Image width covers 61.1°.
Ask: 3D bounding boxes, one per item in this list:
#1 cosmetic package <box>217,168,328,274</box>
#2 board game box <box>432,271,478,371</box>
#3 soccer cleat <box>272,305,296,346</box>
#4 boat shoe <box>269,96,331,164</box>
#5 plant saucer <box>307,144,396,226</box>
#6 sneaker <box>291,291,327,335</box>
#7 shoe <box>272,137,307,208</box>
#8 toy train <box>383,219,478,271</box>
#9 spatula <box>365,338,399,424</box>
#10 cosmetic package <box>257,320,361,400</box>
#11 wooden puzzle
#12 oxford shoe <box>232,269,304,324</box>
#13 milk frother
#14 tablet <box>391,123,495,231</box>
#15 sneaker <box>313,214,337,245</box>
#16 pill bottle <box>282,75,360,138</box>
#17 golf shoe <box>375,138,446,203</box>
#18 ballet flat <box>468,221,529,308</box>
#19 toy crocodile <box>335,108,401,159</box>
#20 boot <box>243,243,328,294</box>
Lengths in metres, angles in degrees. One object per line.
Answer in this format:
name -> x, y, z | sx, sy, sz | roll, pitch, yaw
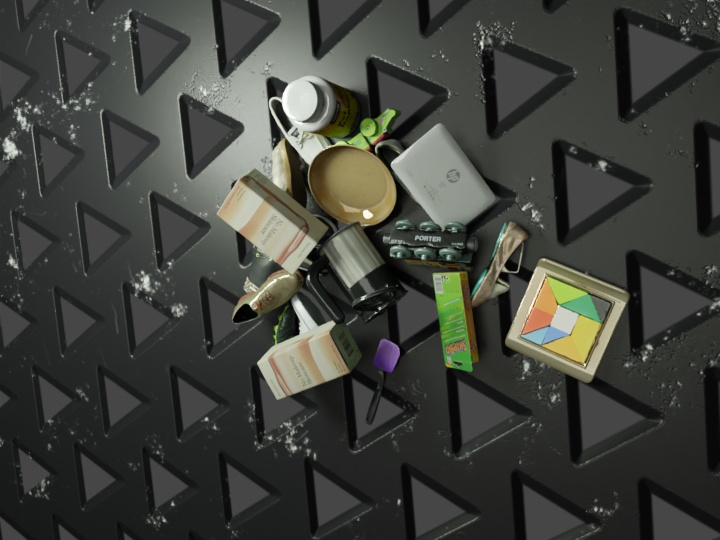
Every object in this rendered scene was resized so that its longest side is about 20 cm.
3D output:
cosmetic package -> -0.180, -0.101, 1.259 | 0.199, 0.087, 0.104 | 37, 119, -5
board game box -> 0.197, 0.104, 1.263 | 0.095, 0.030, 0.203 | -1, 96, 63
soccer cleat -> -0.166, 0.179, 1.427 | 0.080, 0.068, 0.202 | 14, 107, 9
boat shoe -> -0.135, -0.301, 1.349 | 0.074, 0.065, 0.200 | -46, 78, 19
plant saucer -> -0.014, -0.186, 1.296 | 0.198, 0.036, 0.202 | 13, 134, 14
sneaker -> -0.110, 0.146, 1.390 | 0.070, 0.073, 0.201 | -34, 84, 17
shoe -> -0.162, -0.198, 1.356 | 0.053, 0.070, 0.202 | -20, 64, 22
toy train -> 0.147, -0.046, 1.247 | 0.198, 0.114, 0.086 | 4, 68, 23
spatula -> 0.043, 0.256, 1.371 | 0.056, 0.020, 0.203 | 22, 106, 31
cosmetic package -> -0.110, 0.193, 1.325 | 0.199, 0.087, 0.104 | -26, 98, 26
wooden puzzle -> 0.404, 0.100, 1.204 | 0.183, 0.037, 0.202 | 24, 104, 17
oxford shoe -> -0.206, 0.066, 1.357 | 0.199, 0.075, 0.071 | -35, 105, 27
milk frother -> 0.000, 0.000, 1.254 | 0.189, 0.180, 0.200 | 54, 144, 7
tablet -> 0.168, -0.177, 1.221 | 0.130, 0.014, 0.200 | -37, 111, 12
sneaker -> -0.157, -0.099, 1.361 | 0.198, 0.108, 0.071 | 18, 103, 18
pill bottle -> -0.081, -0.335, 1.254 | 0.108, 0.200, 0.111 | 3, 98, 21
golf shoe -> 0.103, -0.193, 1.256 | 0.199, 0.097, 0.079 | 40, 106, 11
ballet flat -> 0.280, 0.002, 1.228 | 0.067, 0.068, 0.202 | 26, 107, 9
toy crocodile -> 0.008, -0.272, 1.300 | 0.199, 0.067, 0.062 | -37, 86, 23
boot -> -0.172, 0.009, 1.404 | 0.202, 0.073, 0.155 | 25, 110, 14
